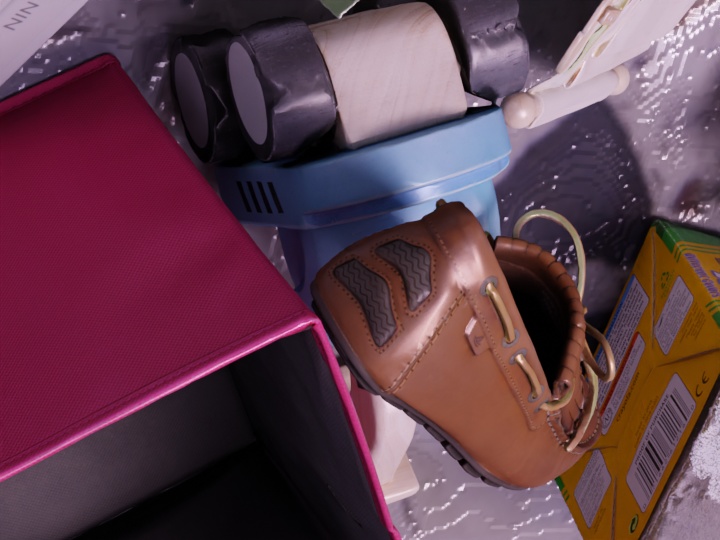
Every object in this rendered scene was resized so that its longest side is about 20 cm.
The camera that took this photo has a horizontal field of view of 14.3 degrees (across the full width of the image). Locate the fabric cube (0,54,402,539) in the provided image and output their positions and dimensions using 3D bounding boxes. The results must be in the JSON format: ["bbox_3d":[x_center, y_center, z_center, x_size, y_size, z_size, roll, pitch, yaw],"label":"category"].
[{"bbox_3d":[-0.109,0.082,1.007,0.195,0.199,0.201,-28,127,-11],"label":"fabric cube"}]

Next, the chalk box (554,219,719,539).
[{"bbox_3d":[0.199,0.080,1.184,0.199,0.124,0.125,18,109,-18],"label":"chalk box"}]

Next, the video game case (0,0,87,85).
[{"bbox_3d":[-0.146,-0.130,0.903,0.199,0.024,0.182,16,134,-45],"label":"video game case"}]

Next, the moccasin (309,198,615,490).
[{"bbox_3d":[0.049,0.021,0.983,0.078,0.074,0.201,-35,151,7],"label":"moccasin"}]

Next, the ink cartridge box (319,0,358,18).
[{"bbox_3d":[0.029,-0.191,0.947,0.200,0.146,0.048,-41,127,1],"label":"ink cartridge box"}]

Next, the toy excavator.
[{"bbox_3d":[0.000,0.000,1.066,0.099,0.194,0.201,-15,96,-19],"label":"toy excavator"}]

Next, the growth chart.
[{"bbox_3d":[0.129,-0.131,1.062,0.200,0.018,0.145,-52,168,13],"label":"growth chart"}]
